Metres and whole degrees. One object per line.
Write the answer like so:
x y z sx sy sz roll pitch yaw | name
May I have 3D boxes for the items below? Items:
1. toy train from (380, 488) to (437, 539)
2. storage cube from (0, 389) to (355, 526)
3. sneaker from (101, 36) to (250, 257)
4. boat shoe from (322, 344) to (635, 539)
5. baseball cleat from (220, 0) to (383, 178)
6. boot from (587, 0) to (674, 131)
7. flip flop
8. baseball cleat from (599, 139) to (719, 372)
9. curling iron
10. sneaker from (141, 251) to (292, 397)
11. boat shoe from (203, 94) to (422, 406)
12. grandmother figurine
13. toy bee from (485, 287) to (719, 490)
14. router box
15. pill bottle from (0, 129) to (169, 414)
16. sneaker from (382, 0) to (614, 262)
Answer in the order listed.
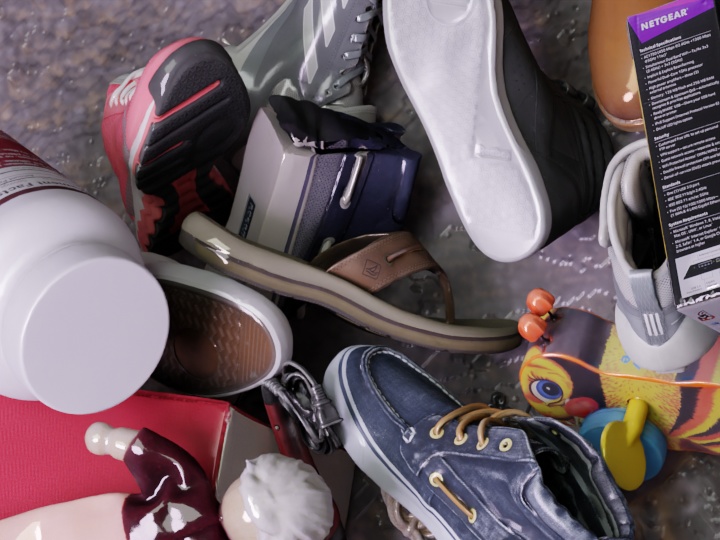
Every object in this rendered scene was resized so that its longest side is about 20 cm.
0.034 0.168 1.545 0.084 0.116 0.201 -34 79 14 | toy train
-0.126 0.162 1.610 0.179 0.171 0.201 4 79 25 | storage cube
-0.117 -0.082 1.650 0.074 0.200 0.087 -29 71 -20 | sneaker
0.064 0.093 1.516 0.200 0.071 0.091 50 132 24 | boat shoe
-0.006 -0.130 1.689 0.200 0.070 0.107 -46 74 17 | baseball cleat
0.136 -0.186 1.574 0.073 0.155 0.201 4 80 26 | boot
0.000 0.000 1.588 0.199 0.081 0.058 21 88 -13 | flip flop
0.162 -0.041 1.499 0.069 0.107 0.201 -6 37 13 | baseball cleat
-0.018 0.136 1.572 0.025 0.201 0.050 -27 34 -23 | curling iron
-0.099 0.017 1.618 0.199 0.085 0.073 6 117 42 | sneaker
-0.031 -0.001 1.659 0.075 0.092 0.201 -117 40 -49 | boat shoe
-0.109 0.133 1.486 0.199 0.061 0.122 -14 100 16 | grandmother figurine
0.126 0.060 1.536 0.199 0.109 0.131 -18 42 10 | toy bee
0.204 -0.034 1.440 0.051 0.200 0.150 -18 67 27 | router box
-0.183 -0.001 1.553 0.200 0.113 0.113 34 94 51 | pill bottle
0.076 -0.105 1.608 0.070 0.099 0.201 -20 85 32 | sneaker
